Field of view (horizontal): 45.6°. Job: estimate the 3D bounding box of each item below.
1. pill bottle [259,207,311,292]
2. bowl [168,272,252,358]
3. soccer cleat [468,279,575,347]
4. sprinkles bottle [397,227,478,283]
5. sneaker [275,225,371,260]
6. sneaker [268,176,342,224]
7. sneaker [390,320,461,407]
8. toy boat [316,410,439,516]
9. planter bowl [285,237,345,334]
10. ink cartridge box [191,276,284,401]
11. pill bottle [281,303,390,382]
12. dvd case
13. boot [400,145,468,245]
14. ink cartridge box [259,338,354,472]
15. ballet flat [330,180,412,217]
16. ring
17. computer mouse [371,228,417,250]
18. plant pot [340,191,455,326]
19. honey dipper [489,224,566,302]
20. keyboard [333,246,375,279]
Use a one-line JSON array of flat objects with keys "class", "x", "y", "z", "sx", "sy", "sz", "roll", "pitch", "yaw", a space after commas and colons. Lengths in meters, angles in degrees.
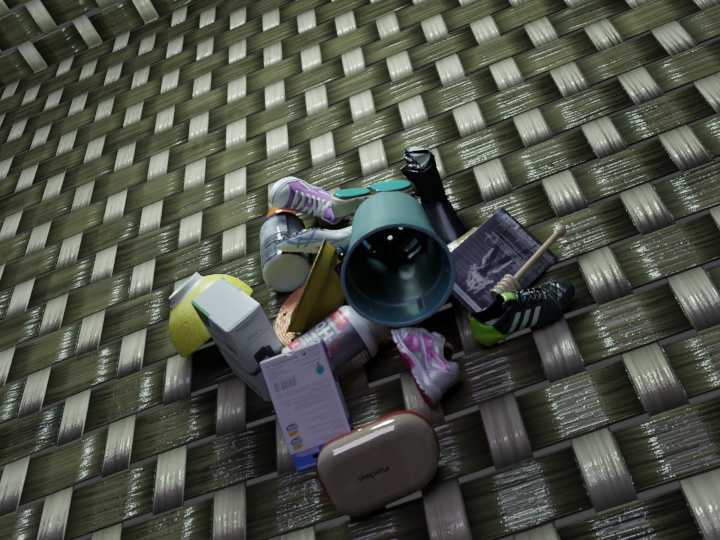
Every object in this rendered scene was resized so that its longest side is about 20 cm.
[{"class": "pill bottle", "x": -0.166, "y": -0.056, "z": 1.860, "sx": 0.105, "sy": 0.107, "sz": 0.201, "roll": -21, "pitch": 39, "yaw": 8}, {"class": "bowl", "x": -0.326, "y": 0.070, "z": 1.749, "sx": 0.200, "sy": 0.108, "sz": 0.200, "roll": -40, "pitch": 10, "yaw": 9}, {"class": "soccer cleat", "x": 0.282, "y": 0.063, "z": 1.493, "sx": 0.198, "sy": 0.082, "sz": 0.068, "roll": -27, "pitch": 39, "yaw": 1}, {"class": "sprinkles bottle", "x": 0.159, "y": -0.003, "z": 1.646, "sx": 0.199, "sy": 0.069, "sz": 0.068, "roll": -33, "pitch": 39, "yaw": -7}, {"class": "sneaker", "x": -0.073, "y": -0.052, "z": 1.743, "sx": 0.197, "sy": 0.074, "sz": 0.072, "roll": -5, "pitch": -1, "yaw": -1}, {"class": "sneaker", "x": -0.105, "y": -0.148, "z": 1.875, "sx": 0.114, "sy": 0.199, "sz": 0.073, "roll": 33, "pitch": 109, "yaw": 31}, {"class": "sneaker", "x": 0.117, "y": 0.146, "z": 1.509, "sx": 0.087, "sy": 0.082, "sz": 0.201, "roll": -27, "pitch": 47, "yaw": -2}, {"class": "toy boat", "x": 0.030, "y": 0.297, "z": 1.378, "sx": 0.198, "sy": 0.132, "sz": 0.131, "roll": -23, "pitch": 10, "yaw": 5}, {"class": "planter bowl", "x": -0.070, "y": 0.044, "z": 1.652, "sx": 0.082, "sy": 0.201, "sz": 0.202, "roll": 22, "pitch": 50, "yaw": -4}, {"class": "ink cartridge box", "x": -0.217, "y": 0.131, "z": 1.616, "sx": 0.083, "sy": 0.201, "sz": 0.146, "roll": -39, "pitch": 41, "yaw": -20}, {"class": "pill bottle", "x": -0.038, "y": 0.136, "z": 1.575, "sx": 0.199, "sy": 0.111, "sz": 0.111, "roll": -35, "pitch": 40, "yaw": -9}, {"class": "dvd case", "x": 0.247, "y": -0.008, "z": 1.590, "sx": 0.199, "sy": 0.016, "sz": 0.149, "roll": -40, "pitch": 70, "yaw": -16}, {"class": "boot", "x": 0.147, "y": -0.143, "z": 1.725, "sx": 0.076, "sy": 0.169, "sz": 0.201, "roll": -24, "pitch": 40, "yaw": 3}, {"class": "ink cartridge box", "x": -0.087, "y": 0.234, "z": 1.485, "sx": 0.118, "sy": 0.203, "sz": 0.042, "roll": -20, "pitch": -5, "yaw": 8}, {"class": "ballet flat", "x": 0.023, "y": -0.155, "z": 1.886, "sx": 0.197, "sy": 0.063, "sz": 0.067, "roll": -11, "pitch": 28, "yaw": -23}, {"class": "ring", "x": -0.079, "y": 0.086, "z": 1.726, "sx": 0.198, "sy": 0.019, "sz": 0.202, "roll": -17, "pitch": 41, "yaw": 15}, {"class": "computer mouse", "x": 0.048, "y": -0.068, "z": 1.792, "sx": 0.198, "sy": 0.053, "sz": 0.139, "roll": 15, "pitch": 54, "yaw": 40}, {"class": "plant pot", "x": 0.059, "y": -0.037, "z": 1.545, "sx": 0.198, "sy": 0.202, "sz": 0.197, "roll": -21, "pitch": 28, "yaw": 8}, {"class": "honey dipper", "x": 0.312, "y": -0.016, "z": 1.562, "sx": 0.200, "sy": 0.038, "sz": 0.038, "roll": -44, "pitch": 42, "yaw": -18}, {"class": "keyboard", "x": 0.000, "y": 0.000, "z": 1.650, "sx": 0.039, "sy": 0.105, "sz": 0.199, "roll": -32, "pitch": -6, "yaw": 26}]
